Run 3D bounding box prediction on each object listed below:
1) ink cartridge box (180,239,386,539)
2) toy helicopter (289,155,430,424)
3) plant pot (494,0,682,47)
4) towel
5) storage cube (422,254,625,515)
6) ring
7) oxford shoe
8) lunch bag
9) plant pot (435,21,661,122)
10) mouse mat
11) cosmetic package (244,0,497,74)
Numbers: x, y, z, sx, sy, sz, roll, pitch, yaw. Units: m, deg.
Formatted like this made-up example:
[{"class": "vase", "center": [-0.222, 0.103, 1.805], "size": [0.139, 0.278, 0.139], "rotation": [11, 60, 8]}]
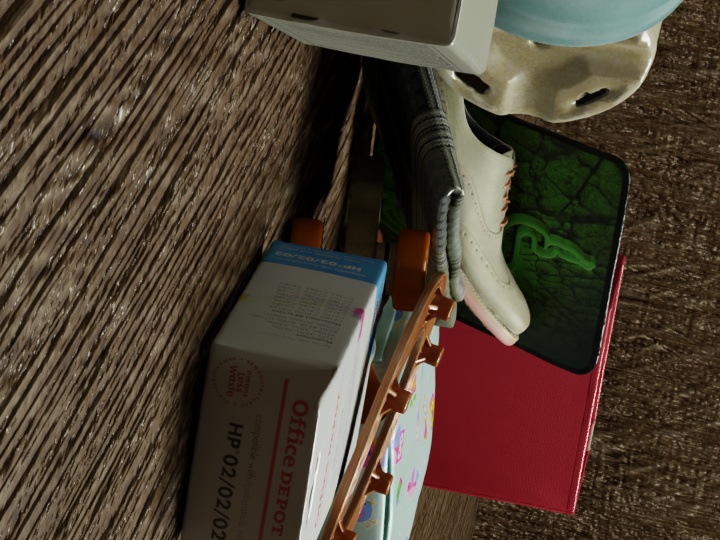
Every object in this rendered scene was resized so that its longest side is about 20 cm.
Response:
[{"class": "ink cartridge box", "center": [-0.041, 0.073, 1.423], "size": [0.200, 0.068, 0.116], "rotation": [-64, 165, -69]}, {"class": "toy helicopter", "center": [0.000, 0.000, 1.654], "size": [0.200, 0.079, 0.133], "rotation": [-83, 177, -59]}, {"class": "plant pot", "center": [0.124, -0.241, 1.507], "size": [0.134, 0.200, 0.201], "rotation": [128, -21, -61]}, {"class": "towel", "center": [0.035, -0.087, 1.653], "size": [0.200, 0.034, 0.193], "rotation": [88, -13, -66]}, {"class": "storage cube", "center": [0.106, 0.071, 2.222], "size": [0.171, 0.179, 0.201], "rotation": [-58, 157, -73]}, {"class": "ring", "center": [0.014, 0.096, 1.553], "size": [0.200, 0.019, 0.201], "rotation": [22, 90, -84]}, {"class": "oxford shoe", "center": [0.075, -0.044, 1.817], "size": [0.071, 0.074, 0.200], "rotation": [-103, 168, -69]}, {"class": "lunch bag", "center": [0.003, 0.083, 1.791], "size": [0.200, 0.077, 0.161], "rotation": [-73, 166, -57]}, {"class": "plant pot", "center": [0.113, -0.197, 1.655], "size": [0.201, 0.200, 0.184], "rotation": [92, 5, -53]}, {"class": "mouse mat", "center": [0.086, -0.032, 1.862], "size": [0.008, 0.200, 0.161], "rotation": [-26, 132, -48]}, {"class": "cosmetic package", "center": [0.011, -0.144, 1.371], "size": [0.200, 0.103, 0.073], "rotation": [-14, 115, -84]}]
